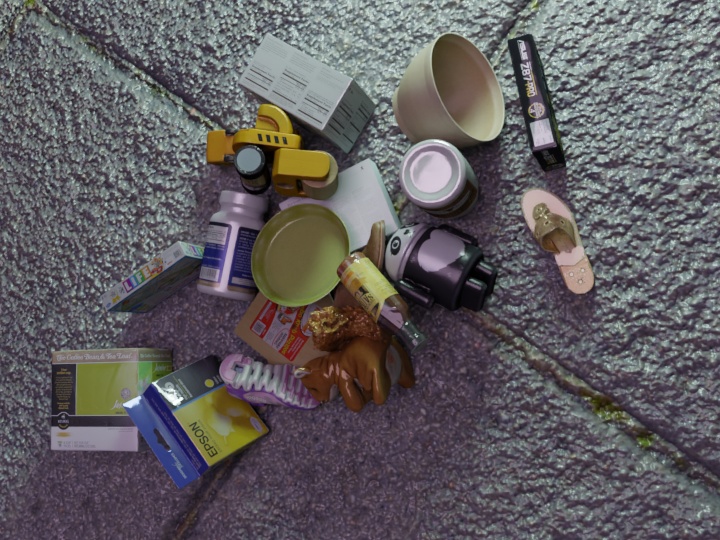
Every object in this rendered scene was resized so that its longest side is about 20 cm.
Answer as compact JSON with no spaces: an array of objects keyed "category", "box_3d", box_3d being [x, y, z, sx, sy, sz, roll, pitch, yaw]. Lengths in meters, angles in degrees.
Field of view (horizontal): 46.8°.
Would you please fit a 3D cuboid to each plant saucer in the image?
[{"category":"plant saucer","box_3d":[-0.107,-0.026,1.537,0.200,0.031,0.200,-6,71,19]}]

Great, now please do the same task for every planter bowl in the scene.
[{"category":"planter bowl","box_3d":[0.143,-0.301,1.481,0.135,0.200,0.201,-19,78,43]}]

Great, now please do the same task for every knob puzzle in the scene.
[{"category":"knob puzzle","box_3d":[-0.117,0.107,1.594,0.219,0.030,0.220,2,99,16]}]

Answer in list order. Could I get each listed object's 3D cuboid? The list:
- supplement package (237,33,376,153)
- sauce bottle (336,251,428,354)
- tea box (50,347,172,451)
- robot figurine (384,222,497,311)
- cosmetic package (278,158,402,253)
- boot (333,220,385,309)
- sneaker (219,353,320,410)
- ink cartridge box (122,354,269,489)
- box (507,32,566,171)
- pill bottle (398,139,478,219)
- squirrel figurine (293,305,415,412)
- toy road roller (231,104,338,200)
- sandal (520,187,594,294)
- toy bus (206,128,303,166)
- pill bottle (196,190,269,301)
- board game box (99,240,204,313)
[{"category":"supplement package","box_3d":[-0.097,-0.331,1.564,0.200,0.156,0.111,33,93,19]},{"category":"sauce bottle","box_3d":[0.039,0.057,1.425,0.066,0.066,0.200,-45,66,9]},{"category":"tea box","box_3d":[-0.492,0.253,1.652,0.200,0.134,0.197,-3,85,18]},{"category":"robot figurine","box_3d":[0.140,-0.007,1.472,0.200,0.150,0.125,27,106,18]},{"category":"cosmetic package","box_3d":[-0.037,-0.099,1.579,0.200,0.052,0.151,-25,79,14]},{"category":"boot","box_3d":[0.000,0.000,1.511,0.075,0.074,0.200,14,108,-2]},{"category":"sneaker","box_3d":[-0.172,0.226,1.585,0.200,0.089,0.081,16,46,1]},{"category":"ink cartridge box","box_3d":[-0.308,0.277,1.565,0.198,0.200,0.047,50,135,15]},{"category":"box","box_3d":[0.303,-0.283,1.427,0.049,0.161,0.200,-13,80,16]},{"category":"pill bottle","box_3d":[0.144,-0.150,1.445,0.114,0.200,0.115,-2,84,18]},{"category":"squirrel figurine","box_3d":[-0.028,0.154,1.501,0.186,0.141,0.200,-10,100,29]},{"category":"toy road roller","box_3d":[-0.134,-0.217,1.515,0.200,0.123,0.146,8,78,1]},{"category":"sandal","box_3d":[0.343,-0.059,1.440,0.078,0.070,0.212,-28,77,14]},{"category":"toy bus","box_3d":[-0.205,-0.240,1.633,0.200,0.078,0.065,1,87,18]},{"category":"pill bottle","box_3d":[-0.242,-0.047,1.608,0.116,0.116,0.200,11,88,19]},{"category":"board game box","box_3d":[-0.394,0.017,1.642,0.200,0.134,0.034,-33,76,12]}]
